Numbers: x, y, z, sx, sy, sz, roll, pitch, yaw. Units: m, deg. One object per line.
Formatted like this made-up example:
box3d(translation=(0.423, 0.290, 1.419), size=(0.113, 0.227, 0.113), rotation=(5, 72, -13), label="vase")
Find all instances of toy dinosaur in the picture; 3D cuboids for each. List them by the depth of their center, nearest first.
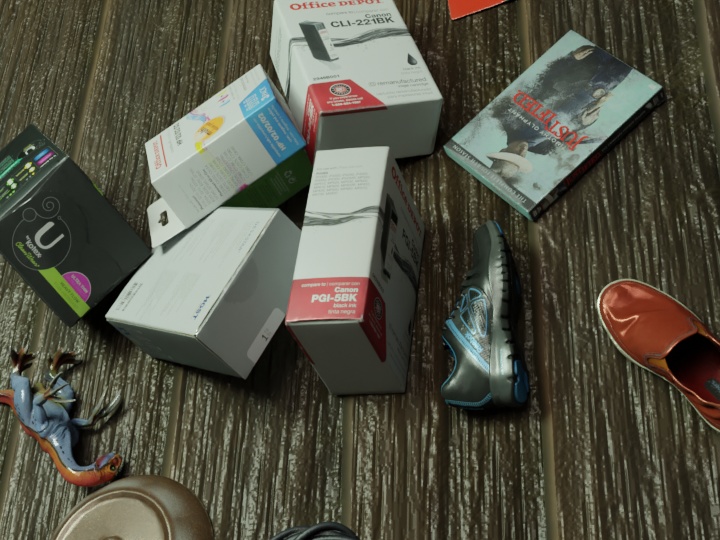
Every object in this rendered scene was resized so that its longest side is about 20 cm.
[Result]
box3d(translation=(-0.318, 0.166, 1.345), size=(0.200, 0.104, 0.184), rotation=(-44, 49, 35), label="toy dinosaur")

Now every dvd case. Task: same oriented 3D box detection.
box3d(translation=(0.205, -0.159, 1.350), size=(0.200, 0.022, 0.146), rotation=(-42, 52, -6), label="dvd case")

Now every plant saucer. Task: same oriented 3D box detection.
box3d(translation=(-0.239, 0.287, 1.234), size=(0.197, 0.037, 0.203), rotation=(-12, 55, 17), label="plant saucer")

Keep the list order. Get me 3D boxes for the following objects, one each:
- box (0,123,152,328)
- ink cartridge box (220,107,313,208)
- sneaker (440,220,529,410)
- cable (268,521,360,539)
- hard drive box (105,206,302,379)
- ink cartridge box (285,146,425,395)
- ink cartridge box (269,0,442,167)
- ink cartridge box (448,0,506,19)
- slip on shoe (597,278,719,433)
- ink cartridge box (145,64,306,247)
box3d(translation=(-0.343, -0.055, 1.402), size=(0.124, 0.149, 0.200), rotation=(-43, 30, -9), label="box")
box3d(translation=(-0.104, -0.135, 1.445), size=(0.199, 0.060, 0.104), rotation=(-35, 51, -1), label="ink cartridge box")
box3d(translation=(0.113, 0.040, 1.223), size=(0.081, 0.073, 0.203), rotation=(-11, 53, 18), label="sneaker")
box3d(translation=(-0.058, 0.315, 1.125), size=(0.197, 0.051, 0.165), rotation=(-24, 52, 6), label="cable")
box3d(translation=(-0.155, 0.017, 1.309), size=(0.199, 0.077, 0.157), rotation=(6, 58, 54), label="hard drive box")
box3d(translation=(0.000, 0.000, 1.252), size=(0.081, 0.147, 0.203), rotation=(-3, 57, 19), label="ink cartridge box")
box3d(translation=(-0.009, -0.219, 1.413), size=(0.142, 0.084, 0.202), rotation=(-8, 49, -16), label="ink cartridge box")
box3d(translation=(0.188, -0.398, 1.505), size=(0.197, 0.057, 0.165), rotation=(-13, 53, 10), label="ink cartridge box")
box3d(translation=(0.286, 0.069, 1.135), size=(0.074, 0.061, 0.200), rotation=(-38, 50, -3), label="slip on shoe")
box3d(translation=(-0.164, -0.124, 1.358), size=(0.199, 0.068, 0.115), rotation=(-34, 29, 4), label="ink cartridge box")
